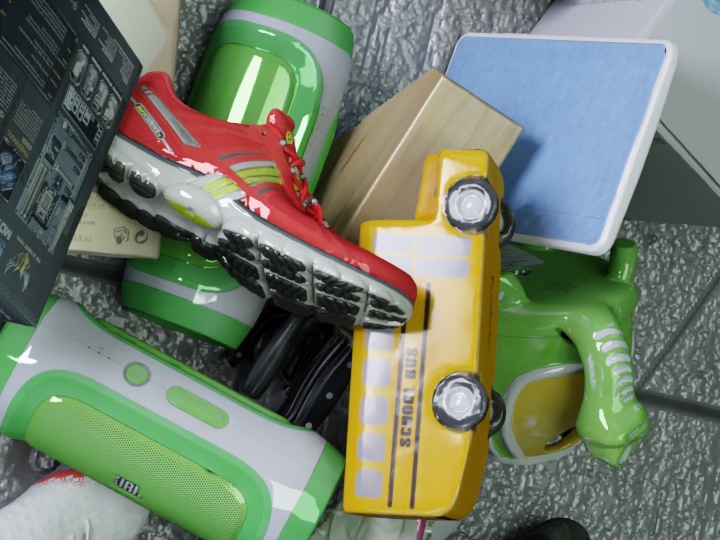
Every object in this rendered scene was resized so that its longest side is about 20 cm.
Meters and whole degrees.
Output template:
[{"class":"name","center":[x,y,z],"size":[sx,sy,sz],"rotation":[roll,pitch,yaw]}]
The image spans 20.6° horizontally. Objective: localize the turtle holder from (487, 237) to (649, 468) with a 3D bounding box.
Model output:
[{"class":"turtle holder","center":[0.112,0.048,1.205],"size":[0.141,0.185,0.132],"rotation":[-24,120,-53]}]

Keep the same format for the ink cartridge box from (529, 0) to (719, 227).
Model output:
[{"class":"ink cartridge box","center":[0.220,-0.148,1.262],"size":[0.146,0.147,0.200],"rotation":[44,75,-22]}]

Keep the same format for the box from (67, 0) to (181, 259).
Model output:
[{"class":"box","center":[-0.155,-0.110,1.110],"size":[0.078,0.095,0.200],"rotation":[5,92,-27]}]

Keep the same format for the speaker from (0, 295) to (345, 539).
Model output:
[{"class":"speaker","center":[-0.113,0.091,1.106],"size":[0.200,0.088,0.089],"rotation":[28,80,-1]}]

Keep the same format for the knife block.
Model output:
[{"class":"knife block","center":[0.000,0.000,1.153],"size":[0.064,0.200,0.176],"rotation":[30,51,-25]}]

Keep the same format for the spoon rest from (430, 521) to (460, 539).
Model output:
[{"class":"spoon rest","center":[-0.020,0.176,1.213],"size":[0.200,0.061,0.099],"rotation":[-25,104,-24]}]

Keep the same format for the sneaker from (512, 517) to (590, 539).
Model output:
[{"class":"sneaker","center":[0.066,0.212,1.243],"size":[0.200,0.066,0.091],"rotation":[-37,131,-18]}]

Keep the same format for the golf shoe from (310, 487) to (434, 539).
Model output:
[{"class":"golf shoe","center":[-0.004,0.161,1.158],"size":[0.091,0.075,0.200],"rotation":[12,85,2]}]

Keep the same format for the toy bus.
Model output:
[{"class":"toy bus","center":[0.039,0.036,1.086],"size":[0.078,0.065,0.200],"rotation":[1,81,14]}]

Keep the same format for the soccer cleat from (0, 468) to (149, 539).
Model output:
[{"class":"soccer cleat","center":[-0.201,0.168,1.109],"size":[0.200,0.085,0.069],"rotation":[-22,102,-23]}]

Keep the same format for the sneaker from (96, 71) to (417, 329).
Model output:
[{"class":"sneaker","center":[-0.050,-0.042,1.044],"size":[0.200,0.077,0.085],"rotation":[32,70,4]}]

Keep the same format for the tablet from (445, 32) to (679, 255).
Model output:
[{"class":"tablet","center":[0.101,-0.080,1.178],"size":[0.014,0.200,0.130],"rotation":[24,83,-35]}]

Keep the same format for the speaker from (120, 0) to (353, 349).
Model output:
[{"class":"speaker","center":[-0.071,-0.059,1.158],"size":[0.088,0.088,0.200],"rotation":[23,83,-26]}]

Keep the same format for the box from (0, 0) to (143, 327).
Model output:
[{"class":"box","center":[-0.184,-0.085,0.935],"size":[0.200,0.051,0.158],"rotation":[57,48,-60]}]
